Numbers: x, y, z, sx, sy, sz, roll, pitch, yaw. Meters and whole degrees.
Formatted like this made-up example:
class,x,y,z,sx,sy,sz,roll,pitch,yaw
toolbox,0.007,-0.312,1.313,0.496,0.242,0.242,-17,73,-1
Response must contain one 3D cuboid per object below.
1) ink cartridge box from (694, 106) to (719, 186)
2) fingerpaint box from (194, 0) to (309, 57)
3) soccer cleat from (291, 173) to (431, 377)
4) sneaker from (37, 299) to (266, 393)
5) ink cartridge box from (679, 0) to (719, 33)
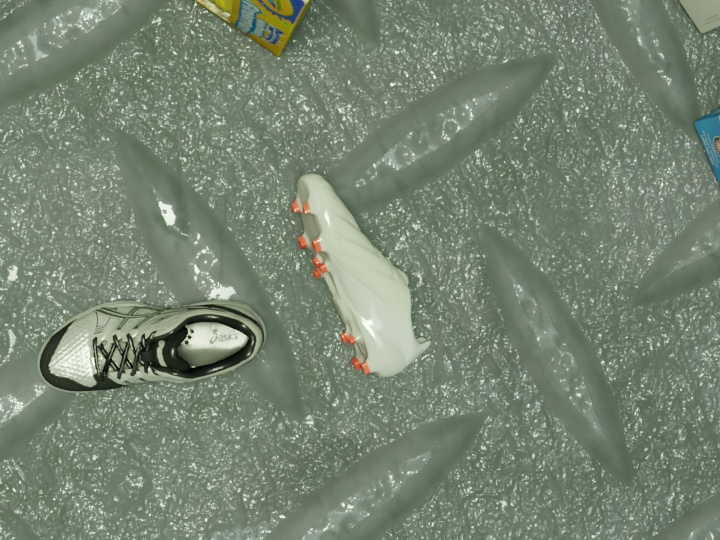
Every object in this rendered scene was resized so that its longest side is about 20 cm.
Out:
class,x,y,z,sx,sy,sz,roll,pitch,yaw
ink cartridge box,0.449,-0.117,0.838,0.143,0.200,0.149,-26,96,-10
fingerpaint box,-0.108,-0.262,0.715,0.166,0.200,0.074,32,86,-11
soccer cleat,0.000,0.000,0.816,0.077,0.069,0.202,-26,103,-15
sneaker,-0.178,0.062,0.765,0.197,0.088,0.077,-11,95,-10
ink cartridge box,0.335,-0.354,0.876,0.116,0.067,0.201,-39,99,-9
